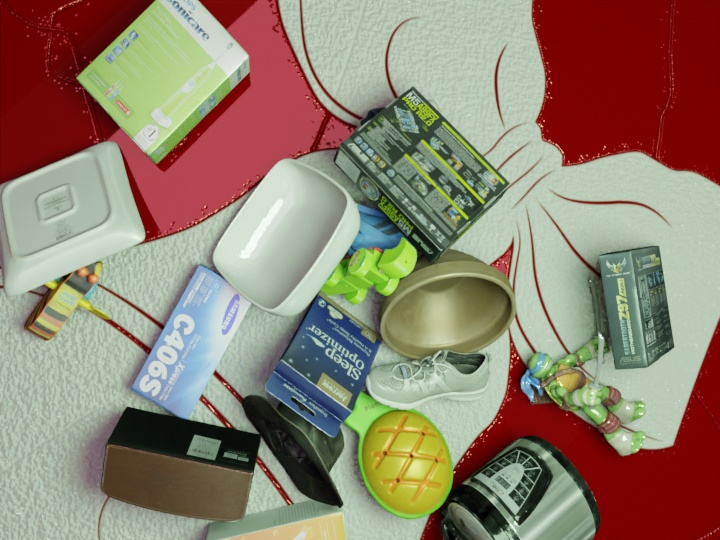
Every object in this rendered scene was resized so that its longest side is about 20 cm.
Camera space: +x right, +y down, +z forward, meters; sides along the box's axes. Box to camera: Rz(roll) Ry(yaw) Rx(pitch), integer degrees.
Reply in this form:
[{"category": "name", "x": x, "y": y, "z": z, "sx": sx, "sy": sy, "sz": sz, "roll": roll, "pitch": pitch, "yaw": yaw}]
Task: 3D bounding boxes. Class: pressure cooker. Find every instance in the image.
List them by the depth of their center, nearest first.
[{"category": "pressure cooker", "x": 0.216, "y": 0.356, "z": 1.152, "sx": 0.198, "sy": 0.176, "sz": 0.180, "roll": -32, "pitch": 80, "yaw": -18}]

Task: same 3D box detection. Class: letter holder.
[{"category": "letter holder", "x": -0.249, "y": 0.294, "z": 1.132, "sx": 0.195, "sy": 0.101, "sz": 0.145, "roll": 13, "pitch": 107, "yaw": -4}]

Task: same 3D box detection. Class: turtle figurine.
[{"category": "turtle figurine", "x": 0.356, "y": 0.161, "z": 1.201, "sx": 0.193, "sy": 0.144, "sz": 0.201, "roll": 40, "pitch": 96, "yaw": -12}]

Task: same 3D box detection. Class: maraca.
[{"category": "maraca", "x": 0.055, "y": 0.257, "z": 1.188, "sx": 0.135, "sy": 0.107, "sz": 0.203, "roll": -22, "pitch": 73, "yaw": -18}]

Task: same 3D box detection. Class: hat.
[{"category": "hat", "x": -0.074, "y": 0.232, "z": 1.148, "sx": 0.081, "sy": 0.200, "sz": 0.202, "roll": -40, "pitch": 93, "yaw": -28}]

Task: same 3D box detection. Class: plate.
[{"category": "plate", "x": -0.408, "y": -0.083, "z": 1.117, "sx": 0.196, "sy": 0.033, "sz": 0.202, "roll": -23, "pitch": 56, "yaw": -7}]

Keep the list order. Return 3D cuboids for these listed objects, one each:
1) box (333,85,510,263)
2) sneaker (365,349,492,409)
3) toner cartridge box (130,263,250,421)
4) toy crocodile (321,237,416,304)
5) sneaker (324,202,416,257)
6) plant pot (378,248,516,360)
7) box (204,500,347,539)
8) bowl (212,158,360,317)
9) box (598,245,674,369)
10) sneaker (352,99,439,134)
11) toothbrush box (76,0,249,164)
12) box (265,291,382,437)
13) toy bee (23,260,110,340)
[{"category": "box", "x": 0.085, "y": -0.134, "z": 1.122, "sx": 0.200, "sy": 0.044, "sz": 0.160, "roll": 45, "pitch": 62, "yaw": 7}, {"category": "sneaker", "x": 0.100, "y": 0.144, "z": 1.190, "sx": 0.195, "sy": 0.075, "sz": 0.083, "roll": -3, "pitch": 132, "yaw": -21}, {"category": "toner cartridge box", "x": -0.240, "y": 0.102, "z": 1.182, "sx": 0.094, "sy": 0.043, "sz": 0.203, "roll": 29, "pitch": 86, "yaw": -8}, {"category": "toy crocodile", "x": 0.000, "y": 0.000, "z": 1.145, "sx": 0.067, "sy": 0.198, "sz": 0.063, "roll": 31, "pitch": 63, "yaw": -26}, {"category": "sneaker", "x": 0.032, "y": -0.045, "z": 1.181, "sx": 0.196, "sy": 0.066, "sz": 0.080, "roll": 15, "pitch": 80, "yaw": 21}, {"category": "plant pot", "x": 0.118, "y": 0.036, "z": 1.181, "sx": 0.195, "sy": 0.203, "sz": 0.094, "roll": -4, "pitch": 50, "yaw": -7}, {"category": "box", "x": -0.113, "y": 0.412, "z": 1.165, "sx": 0.195, "sy": 0.097, "sz": 0.128, "roll": -11, "pitch": 90, "yaw": -7}, {"category": "bowl", "x": -0.094, "y": -0.040, "z": 1.147, "sx": 0.202, "sy": 0.199, "sz": 0.074, "roll": -54, "pitch": 135, "yaw": -2}, {"category": "box", "x": 0.404, "y": 0.048, "z": 1.191, "sx": 0.050, "sy": 0.199, "sz": 0.162, "roll": -8, "pitch": 90, "yaw": 31}, {"category": "sneaker", "x": 0.056, "y": -0.142, "z": 1.199, "sx": 0.143, "sy": 0.077, "sz": 0.208, "roll": -8, "pitch": 80, "yaw": -18}, {"category": "toothbrush box", "x": -0.275, "y": -0.278, "z": 1.164, "sx": 0.146, "sy": 0.086, "sz": 0.200, "roll": 44, "pitch": 85, "yaw": -4}, {"category": "box", "x": -0.046, "y": 0.126, "z": 1.143, "sx": 0.120, "sy": 0.201, "sz": 0.033, "roll": 36, "pitch": 128, "yaw": -6}, {"category": "toy bee", "x": -0.398, "y": 0.011, "z": 1.123, "sx": 0.128, "sy": 0.108, "sz": 0.205, "roll": 12, "pitch": 99, "yaw": -25}]
